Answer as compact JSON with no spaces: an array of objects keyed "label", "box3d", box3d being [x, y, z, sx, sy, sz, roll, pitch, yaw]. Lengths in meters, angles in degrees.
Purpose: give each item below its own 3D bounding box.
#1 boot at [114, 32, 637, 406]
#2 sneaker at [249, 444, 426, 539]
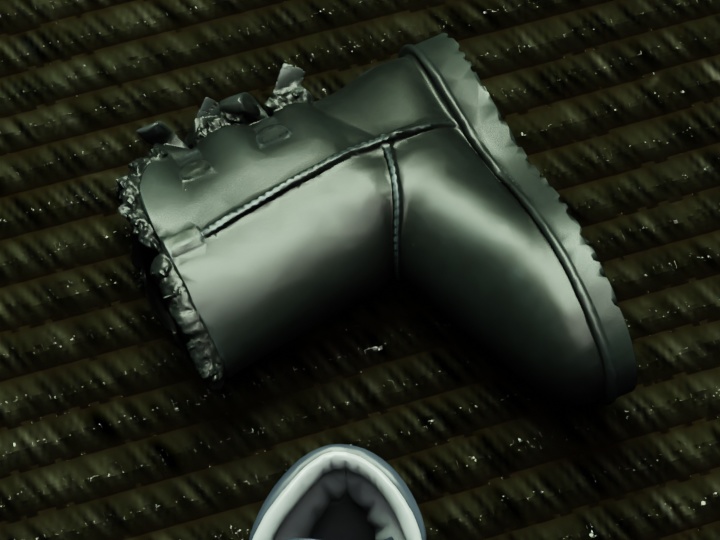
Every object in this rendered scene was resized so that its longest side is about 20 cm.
[{"label":"boot","box3d":[0.000,0.000,0.877,0.161,0.074,0.199,-24,62,-13]},{"label":"sneaker","box3d":[-0.007,0.163,0.788,0.069,0.109,0.202,-1,67,-1]}]
